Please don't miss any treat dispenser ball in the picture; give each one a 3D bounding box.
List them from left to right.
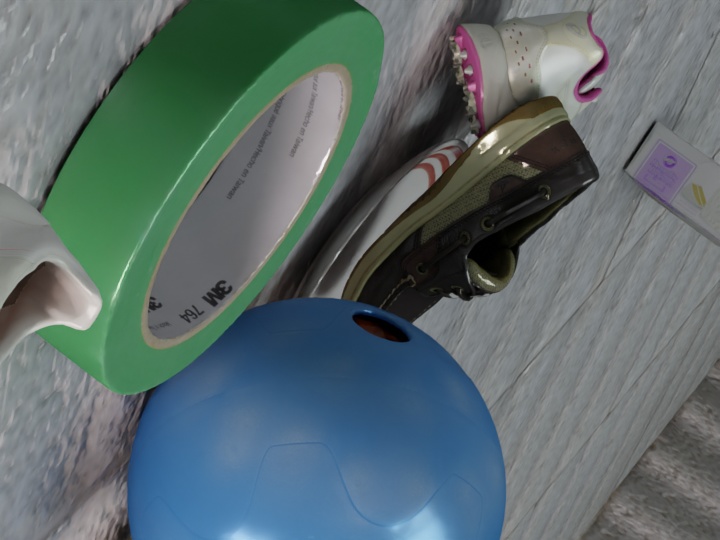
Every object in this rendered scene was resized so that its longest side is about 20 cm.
[{"bbox_3d":[-0.023,0.115,1.139,0.201,0.200,0.201,-50,166,-18],"label":"treat dispenser ball"}]

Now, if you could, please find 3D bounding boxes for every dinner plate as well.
[{"bbox_3d":[0.000,0.000,1.322,0.201,0.024,0.201,-52,165,-19],"label":"dinner plate"}]

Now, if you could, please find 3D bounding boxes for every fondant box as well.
[{"bbox_3d":[0.330,-0.064,2.034,0.058,0.144,0.200,-54,166,3],"label":"fondant box"}]

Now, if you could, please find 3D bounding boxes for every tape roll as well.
[{"bbox_3d":[-0.066,-0.040,0.954,0.201,0.048,0.201,-50,165,-19],"label":"tape roll"}]

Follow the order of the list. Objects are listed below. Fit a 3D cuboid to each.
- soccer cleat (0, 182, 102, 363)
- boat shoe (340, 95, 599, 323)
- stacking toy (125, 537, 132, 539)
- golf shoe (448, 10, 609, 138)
[{"bbox_3d":[-0.163,0.025,0.713,0.200,0.077,0.070,-38,158,-50],"label":"soccer cleat"},{"bbox_3d":[0.059,-0.014,1.238,0.073,0.065,0.200,-14,152,-47],"label":"boat shoe"},{"bbox_3d":[-0.117,0.204,1.244,0.146,0.145,0.202,3,105,-74],"label":"stacking toy"},{"bbox_3d":[0.107,-0.098,1.291,0.091,0.076,0.200,-18,166,3],"label":"golf shoe"}]
